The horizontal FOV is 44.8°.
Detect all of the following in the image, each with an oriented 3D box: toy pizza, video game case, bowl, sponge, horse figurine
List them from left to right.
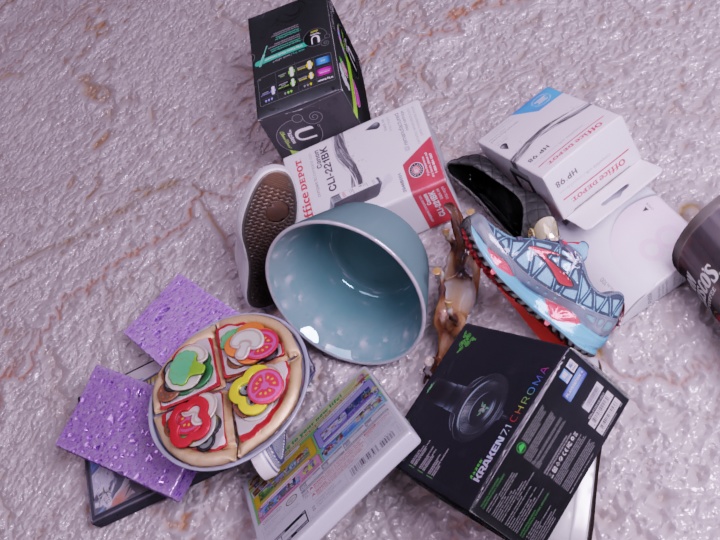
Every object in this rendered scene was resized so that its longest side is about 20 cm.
[{"bbox_3d":[-0.272,0.194,1.063,0.199,0.030,0.112,14,68,30],"label":"sponge"},{"bbox_3d":[-0.258,0.198,1.097,0.199,0.026,0.181,-26,54,7],"label":"video game case"},{"bbox_3d":[-0.220,0.078,1.113,0.112,0.030,0.200,-48,37,-14],"label":"sponge"},{"bbox_3d":[-0.152,0.127,0.975,0.199,0.032,0.201,-13,50,15],"label":"toy pizza"},{"bbox_3d":[-0.038,0.208,0.933,0.200,0.022,0.182,-44,21,0],"label":"video game case"},{"bbox_3d":[0.000,0.000,1.018,0.200,0.202,0.105,5,38,26],"label":"bowl"},{"bbox_3d":[0.107,0.017,1.001,0.050,0.133,0.201,5,52,14],"label":"horse figurine"}]

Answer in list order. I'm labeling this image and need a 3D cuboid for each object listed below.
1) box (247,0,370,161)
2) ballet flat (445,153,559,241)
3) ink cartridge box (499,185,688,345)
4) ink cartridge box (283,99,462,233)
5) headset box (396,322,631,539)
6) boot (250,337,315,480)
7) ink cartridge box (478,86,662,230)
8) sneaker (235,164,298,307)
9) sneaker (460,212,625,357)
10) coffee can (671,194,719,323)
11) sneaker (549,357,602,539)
[{"bbox_3d":[-0.067,-0.252,1.206,0.124,0.149,0.201,-18,56,12],"label":"box"},{"bbox_3d":[0.165,-0.075,1.021,0.057,0.067,0.200,-6,34,-26],"label":"ballet flat"},{"bbox_3d":[0.261,-0.013,0.984,0.199,0.057,0.163,-33,53,-3],"label":"ink cartridge box"},{"bbox_3d":[0.012,-0.109,1.126,0.199,0.084,0.145,-23,55,11],"label":"ink cartridge box"},{"bbox_3d":[0.132,0.154,0.861,0.175,0.093,0.200,-55,21,-10],"label":"headset box"},{"bbox_3d":[-0.095,0.144,1.014,0.090,0.073,0.200,-24,41,4],"label":"boot"},{"bbox_3d":[0.238,-0.135,1.011,0.116,0.067,0.200,-38,31,-2],"label":"ink cartridge box"},{"bbox_3d":[-0.129,-0.055,1.092,0.072,0.201,0.085,-2,38,-22],"label":"sneaker"},{"bbox_3d":[0.195,-0.003,0.927,0.200,0.079,0.096,41,91,-6],"label":"sneaker"},{"bbox_3d":[0.416,0.025,0.830,0.146,0.146,0.201,-29,54,5],"label":"coffee can"},{"bbox_3d":[0.199,0.179,0.879,0.084,0.073,0.201,4,64,23],"label":"sneaker"}]
